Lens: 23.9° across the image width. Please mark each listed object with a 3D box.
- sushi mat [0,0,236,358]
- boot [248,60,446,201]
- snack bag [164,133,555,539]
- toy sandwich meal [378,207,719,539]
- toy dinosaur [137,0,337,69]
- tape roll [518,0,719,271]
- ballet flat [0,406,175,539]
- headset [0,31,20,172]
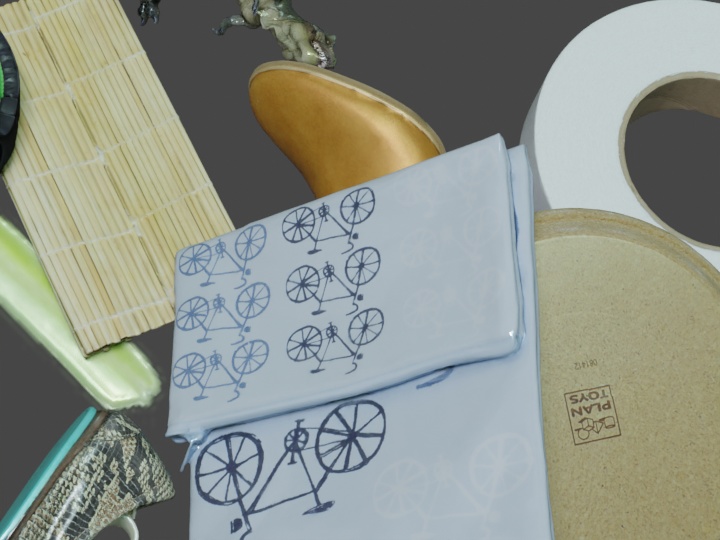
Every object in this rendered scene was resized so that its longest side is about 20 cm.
[{"bbox_3d":[-0.133,-0.058,0.852,0.095,0.012,0.201,-21,71,-19],"label":"sushi mat"},{"bbox_3d":[0.000,0.001,0.821,0.200,0.071,0.144,34,63,1],"label":"boot"},{"bbox_3d":[-0.007,0.053,0.738,0.187,0.021,0.201,-17,58,27],"label":"snack bag"},{"bbox_3d":[0.102,0.070,0.780,0.203,0.070,0.207,1,84,-7],"label":"toy sandwich meal"},{"bbox_3d":[-0.083,-0.175,0.901,0.088,0.047,0.201,-12,67,-32],"label":"toy dinosaur"},{"bbox_3d":[0.183,-0.050,0.901,0.201,0.037,0.204,5,64,-10],"label":"tape roll"},{"bbox_3d":[-0.152,0.146,0.729,0.075,0.068,0.200,47,62,-5],"label":"ballet flat"},{"bbox_3d":[-0.227,-0.056,0.787,0.122,0.094,0.201,10,62,-6],"label":"headset"}]
